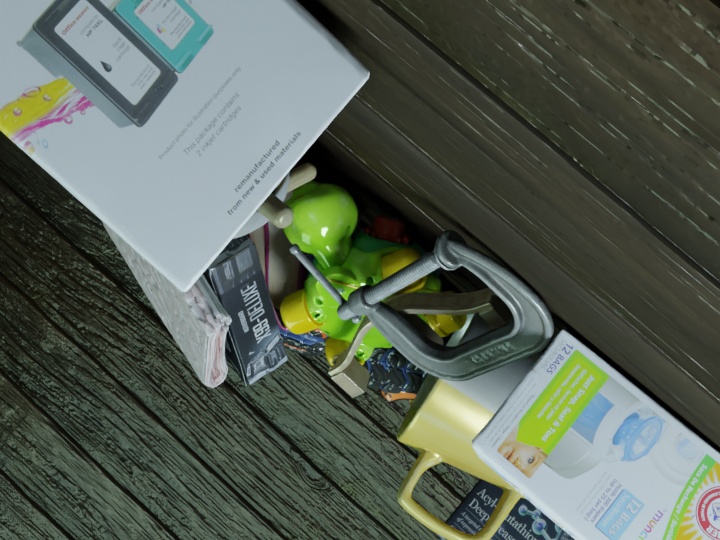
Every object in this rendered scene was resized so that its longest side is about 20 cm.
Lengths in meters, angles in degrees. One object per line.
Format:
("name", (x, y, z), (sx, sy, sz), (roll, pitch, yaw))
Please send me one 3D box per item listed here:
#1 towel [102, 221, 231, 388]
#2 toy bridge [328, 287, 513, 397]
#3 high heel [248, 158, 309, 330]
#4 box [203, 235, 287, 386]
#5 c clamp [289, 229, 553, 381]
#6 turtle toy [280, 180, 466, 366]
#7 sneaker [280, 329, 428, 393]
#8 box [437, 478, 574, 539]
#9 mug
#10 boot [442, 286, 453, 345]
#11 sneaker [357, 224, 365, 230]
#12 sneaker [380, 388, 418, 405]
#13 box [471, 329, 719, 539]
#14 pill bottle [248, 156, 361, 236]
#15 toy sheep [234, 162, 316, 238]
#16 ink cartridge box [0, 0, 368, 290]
("towel", (-0.178, -0.001, 0.996), (0.201, 0.032, 0.191), (57, 162, 11))
("toy bridge", (0.043, 0.052, 0.936), (0.199, 0.027, 0.067), (-27, 120, 39))
("high heel", (-0.082, -0.048, 1.013), (0.096, 0.066, 0.203), (-93, -1, -67))
("box", (-0.148, -0.013, 1.032), (0.200, 0.049, 0.159), (47, 158, 38))
("c clamp", (0.048, 0.023, 0.850), (0.171, 0.027, 0.199), (48, 144, -15))
("turtle toy", (0.000, 0.000, 0.988), (0.200, 0.144, 0.102), (45, -146, -43))
("sneaker", (-0.004, 0.060, 1.159), (0.198, 0.079, 0.076), (25, 142, 2))
("box", (0.204, 0.249, 1.111), (0.148, 0.201, 0.107), (37, 174, 40))
("mug", (0.125, 0.146, 1.020), (0.152, 0.188, 0.149), (32, -165, 2))
("boot", (0.071, 0.047, 1.184), (0.200, 0.069, 0.174), (41, 178, 4))
("sneaker", (-0.052, -0.056, 1.240), (0.115, 0.076, 0.200), (37, 180, 37))
("sneaker", (0.096, 0.126, 1.323), (0.199, 0.091, 0.070), (15, -153, -51))
("box", (0.194, 0.155, 0.816), (0.199, 0.113, 0.101), (40, 175, 16))
("pill bottle", (-0.104, -0.083, 1.119), (0.199, 0.113, 0.113), (41, 176, -10))
("toy sheep", (-0.113, -0.091, 0.887), (0.199, 0.138, 0.138), (35, 173, 41))
("ink cartridge box", (-0.123, -0.113, 0.598), (0.200, 0.146, 0.147), (42, 176, -8))
